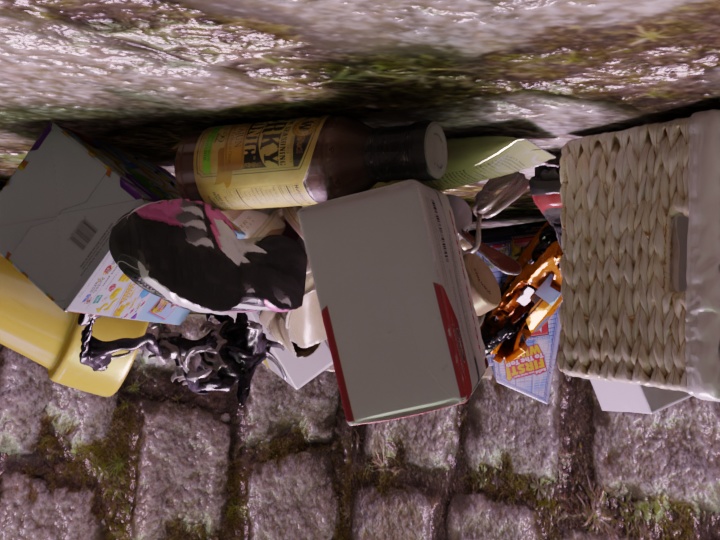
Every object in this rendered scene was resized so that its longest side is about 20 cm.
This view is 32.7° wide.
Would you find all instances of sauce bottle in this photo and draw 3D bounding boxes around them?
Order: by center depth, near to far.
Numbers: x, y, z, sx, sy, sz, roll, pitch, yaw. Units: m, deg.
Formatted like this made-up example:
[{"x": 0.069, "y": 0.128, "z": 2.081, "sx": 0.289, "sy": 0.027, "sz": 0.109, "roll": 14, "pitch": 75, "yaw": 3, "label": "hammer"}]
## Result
[{"x": -0.036, "y": -0.079, "z": 0.877, "sx": 0.200, "sy": 0.065, "sz": 0.065, "roll": -3, "pitch": 173, "yaw": 26, "label": "sauce bottle"}]

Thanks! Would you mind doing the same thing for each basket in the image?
[{"x": 0.264, "y": -0.004, "z": 0.914, "sx": 0.200, "sy": 0.199, "sz": 0.161, "roll": 4, "pitch": 176, "yaw": -36, "label": "basket"}]

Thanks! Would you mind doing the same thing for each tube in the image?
[{"x": 0.047, "y": -0.081, "z": 0.959, "sx": 0.200, "sy": 0.052, "sz": 0.058, "roll": -7, "pitch": -147, "yaw": 26, "label": "tube"}]

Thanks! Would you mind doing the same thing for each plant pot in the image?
[{"x": -0.311, "y": 0.005, "z": 1.233, "sx": 0.189, "sy": 0.201, "sz": 0.201, "roll": 20, "pitch": 169, "yaw": -18, "label": "plant pot"}]

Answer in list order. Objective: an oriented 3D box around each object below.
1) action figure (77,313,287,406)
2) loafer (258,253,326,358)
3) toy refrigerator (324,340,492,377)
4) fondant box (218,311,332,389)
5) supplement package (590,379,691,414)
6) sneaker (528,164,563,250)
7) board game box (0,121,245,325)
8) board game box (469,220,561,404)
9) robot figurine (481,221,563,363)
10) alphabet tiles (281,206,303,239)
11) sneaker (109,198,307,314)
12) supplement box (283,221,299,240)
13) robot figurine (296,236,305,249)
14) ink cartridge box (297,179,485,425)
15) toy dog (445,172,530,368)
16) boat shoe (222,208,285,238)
[{"x": -0.154, "y": 0.058, "z": 1.127, "sx": 0.200, "sy": 0.119, "sz": 0.102, "roll": 8, "pitch": 147, "yaw": -18, "label": "action figure"}, {"x": -0.043, "y": 0.029, "z": 1.154, "sx": 0.076, "sy": 0.068, "sz": 0.200, "roll": -36, "pitch": 172, "yaw": -19, "label": "loafer"}, {"x": 0.051, "y": 0.094, "z": 1.460, "sx": 0.200, "sy": 0.070, "sz": 0.076, "roll": 4, "pitch": 178, "yaw": -14, "label": "toy refrigerator"}, {"x": -0.120, "y": 0.032, "z": 1.341, "sx": 0.058, "sy": 0.144, "sz": 0.200, "roll": -36, "pitch": -152, "yaw": -14, "label": "fondant box"}, {"x": 0.332, "y": 0.040, "z": 1.268, "sx": 0.200, "sy": 0.152, "sz": 0.151, "roll": -22, "pitch": 178, "yaw": -9, "label": "supplement package"}, {"x": 0.202, "y": -0.040, "z": 1.067, "sx": 0.071, "sy": 0.098, "sz": 0.200, "roll": 0, "pitch": 174, "yaw": 29, "label": "sneaker"}, {"x": -0.194, "y": -0.031, "z": 0.991, "sx": 0.103, "sy": 0.105, "sz": 0.200, "roll": 38, "pitch": -175, "yaw": 16, "label": "board game box"}, {"x": 0.146, "y": 0.055, "z": 1.376, "sx": 0.200, "sy": 0.200, "sz": 0.062, "roll": -8, "pitch": -163, "yaw": 0, "label": "board game box"}, {"x": 0.174, "y": 0.020, "z": 1.235, "sx": 0.058, "sy": 0.145, "sz": 0.200, "roll": 32, "pitch": 138, "yaw": -1, "label": "robot figurine"}, {"x": 0.000, "y": 0.000, "z": 1.062, "sx": 0.015, "sy": 0.200, "sz": 0.196, "roll": -35, "pitch": -158, "yaw": 15, "label": "alphabet tiles"}, {"x": -0.125, "y": 0.004, "z": 0.928, "sx": 0.086, "sy": 0.080, "sz": 0.200, "roll": -10, "pitch": 162, "yaw": 29, "label": "sneaker"}, {"x": 0.010, "y": 0.000, "z": 1.428, "sx": 0.200, "sy": 0.111, "sz": 0.086, "roll": 5, "pitch": 176, "yaw": -32, "label": "supplement box"}, {"x": 0.022, "y": 0.016, "z": 1.285, "sx": 0.200, "sy": 0.150, "sz": 0.125, "roll": 34, "pitch": 177, "yaw": 0, "label": "robot figurine"}, {"x": 0.029, "y": 0.019, "z": 0.865, "sx": 0.083, "sy": 0.147, "sz": 0.200, "roll": -13, "pitch": 178, "yaw": 9, "label": "ink cartridge box"}, {"x": 0.088, "y": 0.012, "z": 1.052, "sx": 0.132, "sy": 0.096, "sz": 0.200, "roll": -17, "pitch": -153, "yaw": 41, "label": "toy dog"}, {"x": -0.116, "y": -0.051, "z": 1.200, "sx": 0.065, "sy": 0.072, "sz": 0.200, "roll": 44, "pitch": -178, "yaw": -9, "label": "boat shoe"}]
